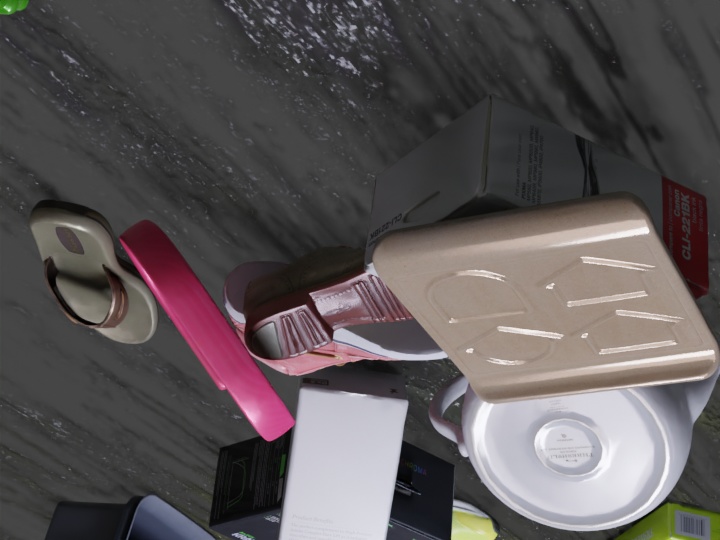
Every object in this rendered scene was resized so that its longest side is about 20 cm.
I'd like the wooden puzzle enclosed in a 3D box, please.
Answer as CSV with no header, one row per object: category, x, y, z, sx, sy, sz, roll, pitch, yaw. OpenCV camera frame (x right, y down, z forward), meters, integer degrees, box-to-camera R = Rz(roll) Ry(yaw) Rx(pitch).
wooden puzzle,0.129,0.015,1.047,0.185,0.046,0.200,-9,143,23

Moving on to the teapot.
teapot,0.180,0.106,1.287,0.200,0.146,0.198,30,123,0

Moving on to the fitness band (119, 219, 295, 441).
fitness band,-0.118,0.046,1.218,0.200,0.037,0.144,55,172,-6

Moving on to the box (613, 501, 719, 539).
box,0.351,0.318,1.739,0.122,0.048,0.200,13,150,-13

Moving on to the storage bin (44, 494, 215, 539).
storage bin,-0.281,0.352,1.848,0.134,0.146,0.200,3,153,29

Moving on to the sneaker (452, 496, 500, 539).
sneaker,0.057,0.303,1.723,0.200,0.090,0.078,-7,148,20

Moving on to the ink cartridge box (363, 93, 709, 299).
ink cartridge box,0.123,-0.026,1.101,0.200,0.084,0.144,21,148,-27

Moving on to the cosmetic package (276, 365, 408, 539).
cosmetic package,-0.020,0.191,1.430,0.101,0.200,0.074,9,-164,-4

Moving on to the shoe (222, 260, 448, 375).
shoe,-0.012,0.045,1.284,0.200,0.072,0.091,9,154,6

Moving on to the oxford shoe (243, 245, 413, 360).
oxford shoe,0.000,0.000,1.202,0.200,0.075,0.071,-18,136,3

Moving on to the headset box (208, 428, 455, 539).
headset box,-0.023,0.230,1.600,0.200,0.093,0.174,-20,143,39

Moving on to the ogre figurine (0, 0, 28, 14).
ogre figurine,-0.211,-0.225,0.760,0.098,0.120,0.200,-12,146,39

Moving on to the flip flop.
flip flop,-0.220,0.012,1.269,0.081,0.058,0.200,2,152,8
